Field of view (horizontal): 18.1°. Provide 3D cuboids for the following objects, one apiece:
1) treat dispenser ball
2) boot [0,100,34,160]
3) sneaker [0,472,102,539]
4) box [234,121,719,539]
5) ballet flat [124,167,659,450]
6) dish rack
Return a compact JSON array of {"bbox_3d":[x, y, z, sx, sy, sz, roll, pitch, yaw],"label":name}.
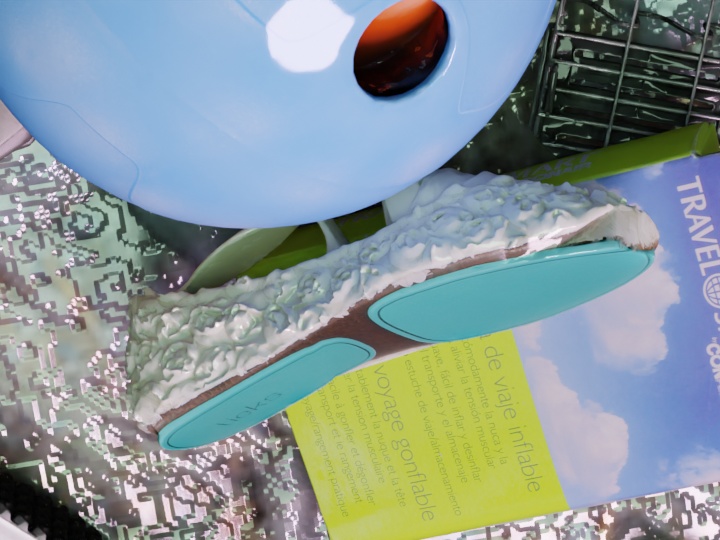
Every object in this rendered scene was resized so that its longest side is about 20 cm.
[{"bbox_3d":[-0.034,-0.115,0.706,0.199,0.201,0.202,-1,104,-4],"label":"treat dispenser ball"},{"bbox_3d":[-0.185,-0.074,0.792,0.199,0.068,0.131,-28,110,5],"label":"boot"},{"bbox_3d":[-0.180,0.101,0.830,0.199,0.070,0.094,36,94,-14],"label":"sneaker"},{"bbox_3d":[0.067,0.025,0.809,0.199,0.048,0.123,-14,106,21],"label":"box"},{"bbox_3d":[0.000,0.000,0.763,0.199,0.072,0.072,-22,105,20],"label":"ballet flat"},{"bbox_3d":[0.141,-0.121,0.807,0.152,0.055,0.201,10,105,-5],"label":"dish rack"}]
